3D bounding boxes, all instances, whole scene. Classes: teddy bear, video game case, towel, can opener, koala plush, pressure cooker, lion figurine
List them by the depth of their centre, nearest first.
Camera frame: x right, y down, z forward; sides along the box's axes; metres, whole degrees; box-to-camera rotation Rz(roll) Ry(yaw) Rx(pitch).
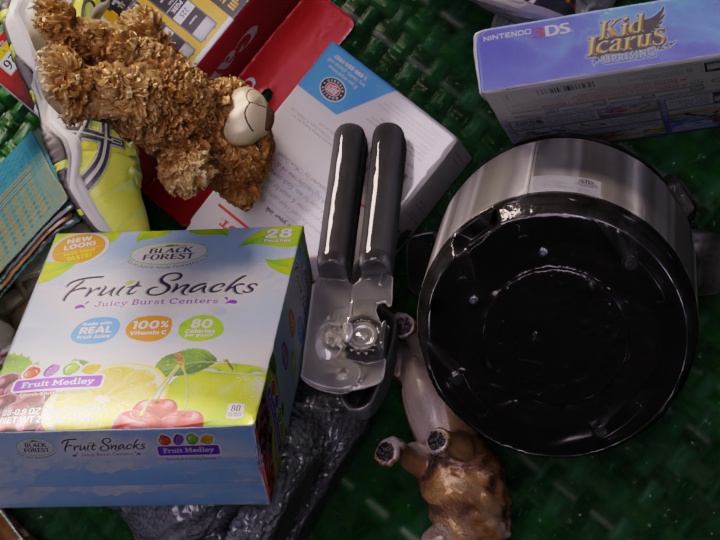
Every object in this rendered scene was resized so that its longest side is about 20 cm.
[{"bbox_3d":[-0.127,-0.112,1.268,0.200,0.145,0.067,34,113,-23],"label":"teddy bear"},{"bbox_3d":[0.131,0.006,1.269,0.176,0.200,0.179,40,111,-8],"label":"pressure cooker"},{"bbox_3d":[0.184,-0.127,1.278,0.199,0.181,0.046,-8,79,10],"label":"video game case"},{"bbox_3d":[0.000,0.000,1.281,0.053,0.067,0.201,-1,56,11],"label":"can opener"},{"bbox_3d":[-0.130,0.126,1.317,0.200,0.177,0.184,30,102,11],"label":"koala plush"},{"bbox_3d":[0.046,0.092,1.323,0.072,0.122,0.201,-21,64,21],"label":"lion figurine"},{"bbox_3d":[-0.275,-0.002,1.391,0.200,0.022,0.147,-46,30,8],"label":"towel"}]

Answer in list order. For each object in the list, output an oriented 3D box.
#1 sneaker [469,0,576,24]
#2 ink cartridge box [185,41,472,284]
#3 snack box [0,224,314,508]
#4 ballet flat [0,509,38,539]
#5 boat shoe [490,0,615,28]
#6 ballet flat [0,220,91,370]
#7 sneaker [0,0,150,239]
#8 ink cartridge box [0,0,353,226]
[{"bbox_3d":[0.099,-0.227,1.310,0.077,0.200,0.112,21,102,-28],"label":"sneaker"},{"bbox_3d":[-0.032,-0.039,1.369,0.115,0.068,0.200,39,90,15],"label":"ink cartridge box"},{"bbox_3d":[-0.124,0.055,1.215,0.168,0.200,0.068,-2,124,9],"label":"snack box"},{"bbox_3d":[-0.256,0.198,1.380,0.069,0.071,0.200,-39,76,3],"label":"ballet flat"},{"bbox_3d":[0.158,-0.219,1.354,0.070,0.072,0.201,43,92,15],"label":"boat shoe"},{"bbox_3d":[-0.242,0.014,1.409,0.200,0.064,0.076,-43,76,4],"label":"ballet flat"},{"bbox_3d":[-0.173,-0.100,1.323,0.076,0.075,0.201,-22,86,-3],"label":"sneaker"},{"bbox_3d":[-0.133,-0.162,1.402,0.175,0.084,0.200,39,91,13],"label":"ink cartridge box"}]
